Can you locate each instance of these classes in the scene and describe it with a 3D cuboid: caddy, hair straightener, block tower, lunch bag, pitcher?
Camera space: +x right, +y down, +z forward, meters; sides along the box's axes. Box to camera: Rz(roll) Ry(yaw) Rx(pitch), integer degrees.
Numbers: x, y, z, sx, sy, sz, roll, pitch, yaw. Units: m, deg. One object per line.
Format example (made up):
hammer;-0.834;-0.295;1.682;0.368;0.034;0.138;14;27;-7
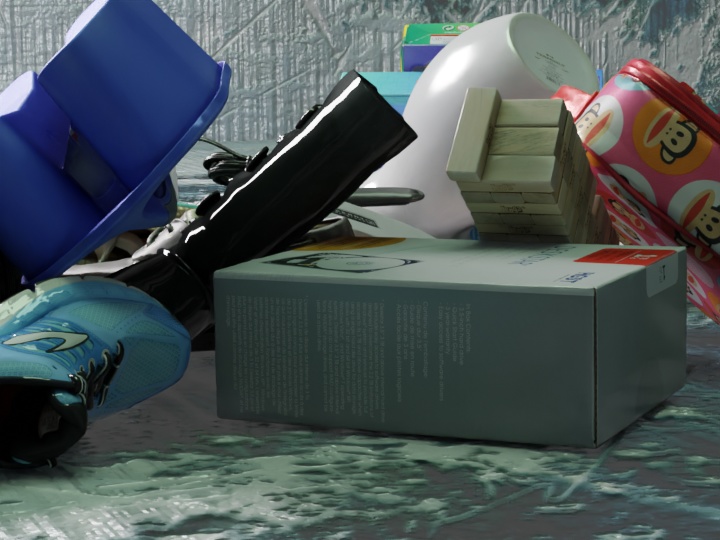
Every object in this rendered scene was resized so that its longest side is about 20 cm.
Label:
caddy;-0.132;-0.064;1.011;0.141;0.105;0.200;-43;12;10
hair straightener;-0.053;-0.058;1.350;0.198;0.078;0.041;7;9;12
block tower;0.105;-0.021;1.094;0.057;0.054;0.200;2;-30;24
lunch bag;0.181;-0.046;1.153;0.176;0.082;0.200;39;-2;8
pitcher;0.098;-0.079;1.418;0.171;0.122;0.200;21;-47;-27

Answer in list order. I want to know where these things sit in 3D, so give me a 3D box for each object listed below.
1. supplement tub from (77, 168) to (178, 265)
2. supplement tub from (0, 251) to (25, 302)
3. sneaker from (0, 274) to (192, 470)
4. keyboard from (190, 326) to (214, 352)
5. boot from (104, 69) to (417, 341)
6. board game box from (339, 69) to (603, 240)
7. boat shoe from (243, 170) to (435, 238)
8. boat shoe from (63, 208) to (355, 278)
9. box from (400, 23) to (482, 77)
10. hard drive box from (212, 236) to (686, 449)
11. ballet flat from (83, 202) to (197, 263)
supplement tub;-0.244;-0.051;1.399;0.199;0.146;0.145;-5;8;-34
supplement tub;-0.240;0.009;1.014;0.121;0.124;0.200;0;7;6
sneaker;-0.146;0.060;0.897;0.090;0.079;0.199;27;26;34
keyboard;-0.104;0.028;1.265;0.126;0.021;0.200;-2;8;-11
boot;-0.058;-0.023;1.058;0.199;0.066;0.165;-38;6;4
board game box;0.085;-0.074;1.503;0.198;0.153;0.045;0;29;6
boat shoe;0.000;0.000;1.252;0.199;0.064;0.071;22;17;-19
boat shoe;-0.095;-0.004;1.178;0.199;0.067;0.072;0;8;10
box;0.092;-0.091;1.545;0.116;0.201;0.048;0;30;6
hard drive box;0.049;0.031;0.995;0.198;0.078;0.156;3;9;24
ballet flat;-0.160;-0.016;1.304;0.198;0.066;0.071;12;-35;-11
